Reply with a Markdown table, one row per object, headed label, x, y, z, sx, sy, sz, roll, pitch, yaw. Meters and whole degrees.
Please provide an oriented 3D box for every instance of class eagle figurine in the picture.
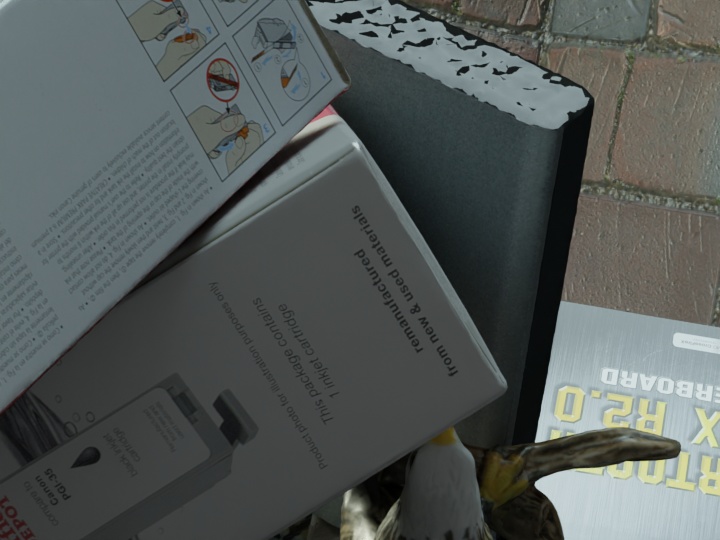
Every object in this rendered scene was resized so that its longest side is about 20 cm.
| label | x | y | z | sx | sy | sz | roll | pitch | yaw |
| --- | --- | --- | --- | --- | --- | --- | --- | --- | --- |
| eagle figurine | 0.023 | 0.108 | 0.785 | 0.151 | 0.151 | 0.200 | -30 | 30 | 13 |

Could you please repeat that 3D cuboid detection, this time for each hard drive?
| label | x | y | z | sx | sy | sz | roll | pitch | yaw |
| --- | --- | --- | --- | --- | --- | --- | --- | --- | --- |
| hard drive | 0.000 | 0.000 | 0.894 | 0.139 | 0.201 | 0.033 | 27 | 43 | 23 |

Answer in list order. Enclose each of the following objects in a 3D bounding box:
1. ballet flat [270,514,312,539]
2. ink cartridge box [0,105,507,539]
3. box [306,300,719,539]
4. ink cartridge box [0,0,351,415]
| label | x | y | z | sx | sy | sz | roll | pitch | yaw |
| --- | --- | --- | --- | --- | --- | --- | --- | --- | --- |
| ballet flat | -0.099 | 0.088 | 1.108 | 0.199 | 0.073 | 0.072 | 3 | 2 | 4 |
| ink cartridge box | -0.071 | 0.039 | 0.776 | 0.199 | 0.083 | 0.147 | -32 | 11 | 0 |
| box | 0.087 | 0.086 | 0.990 | 0.199 | 0.048 | 0.159 | 10 | 46 | 6 |
| ink cartridge box | -0.131 | -0.017 | 0.729 | 0.175 | 0.084 | 0.200 | -12 | 25 | 45 |
